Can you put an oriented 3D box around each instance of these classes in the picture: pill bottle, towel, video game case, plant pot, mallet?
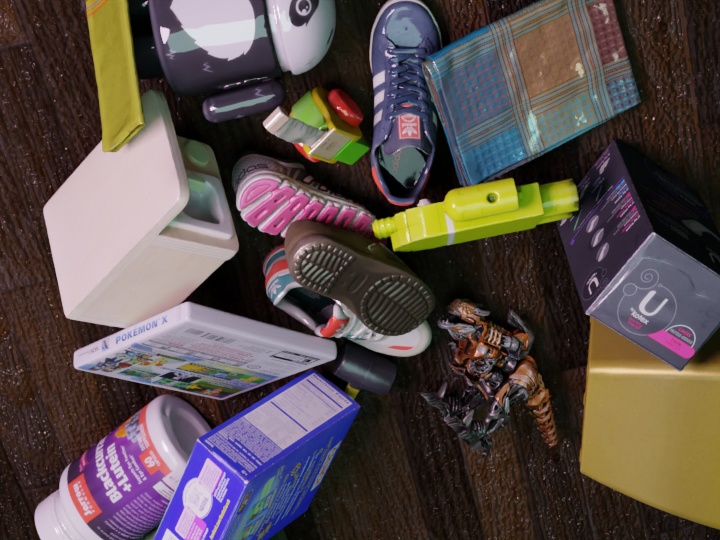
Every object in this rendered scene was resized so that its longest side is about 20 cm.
[{"bbox_3d":[-0.254,0.233,1.625,0.199,0.112,0.111,-37,115,17],"label":"pill bottle"},{"bbox_3d":[-0.224,-0.212,1.332,0.018,0.086,0.203,-4,78,-27],"label":"towel"},{"bbox_3d":[0.165,-0.179,1.429,0.198,0.022,0.148,-27,120,-7],"label":"towel"},{"bbox_3d":[-0.155,0.084,1.505,0.181,0.022,0.199,-22,153,39],"label":"video game case"},{"bbox_3d":[0.318,0.127,1.550,0.174,0.201,0.202,4,120,8],"label":"plant pot"},{"bbox_3d":[-0.019,0.167,1.643,0.065,0.041,0.202,16,122,-7],"label":"mallet"}]

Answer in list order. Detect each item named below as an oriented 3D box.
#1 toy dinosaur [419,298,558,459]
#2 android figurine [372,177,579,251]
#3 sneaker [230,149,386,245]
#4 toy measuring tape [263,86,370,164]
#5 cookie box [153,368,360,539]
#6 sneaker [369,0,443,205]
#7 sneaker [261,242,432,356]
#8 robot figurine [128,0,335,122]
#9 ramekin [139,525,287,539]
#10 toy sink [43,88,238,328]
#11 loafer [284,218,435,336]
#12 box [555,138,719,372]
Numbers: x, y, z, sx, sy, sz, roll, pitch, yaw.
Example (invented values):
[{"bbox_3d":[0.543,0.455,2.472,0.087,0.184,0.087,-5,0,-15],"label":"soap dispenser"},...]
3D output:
[{"bbox_3d":[0.146,0.121,1.592,0.136,0.102,0.200,-45,94,-2],"label":"toy dinosaur"},{"bbox_3d":[0.109,-0.053,1.449,0.197,0.182,0.042,-10,86,3],"label":"android figurine"},{"bbox_3d":[-0.054,-0.066,1.490,0.199,0.088,0.074,24,116,-41],"label":"sneaker"},{"bbox_3d":[-0.050,-0.143,1.402,0.073,0.199,0.075,-2,85,25],"label":"toy measuring tape"},{"bbox_3d":[-0.108,0.215,1.560,0.075,0.199,0.172,38,125,18],"label":"cookie box"},{"bbox_3d":[0.045,-0.156,1.430,0.074,0.085,0.203,-2,116,0],"label":"sneaker"},{"bbox_3d":[-0.014,0.050,1.541,0.198,0.094,0.071,29,115,-17],"label":"sneaker"},{"bbox_3d":[-0.121,-0.228,1.361,0.197,0.125,0.152,-9,119,4],"label":"robot figurine"},{"bbox_3d":[-0.169,0.343,1.698,0.197,0.098,0.202,-1,120,-2],"label":"ramekin"},{"bbox_3d":[-0.194,-0.054,1.417,0.111,0.132,0.200,12,138,-42],"label":"toy sink"},{"bbox_3d":[0.000,0.000,1.465,0.076,0.068,0.199,-41,136,15],"label":"loafer"},{"bbox_3d":[0.276,-0.018,1.452,0.121,0.201,0.106,30,114,-17],"label":"box"}]
